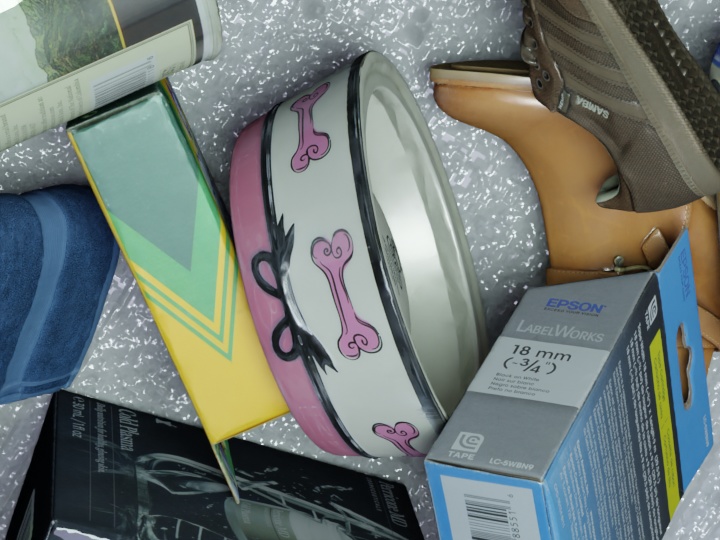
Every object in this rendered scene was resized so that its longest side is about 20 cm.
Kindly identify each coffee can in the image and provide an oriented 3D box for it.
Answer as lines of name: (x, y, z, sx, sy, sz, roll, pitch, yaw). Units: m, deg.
coffee can: (-0.182, -0.121, 1.135, 0.200, 0.146, 0.147, -26, 107, -12)

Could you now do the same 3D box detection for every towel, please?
towel: (-0.175, 0.016, 1.205, 0.048, 0.200, 0.112, 25, 103, 18)

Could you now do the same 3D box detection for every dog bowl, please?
dog bowl: (0.000, 0.000, 1.225, 0.074, 0.200, 0.200, -16, 107, 14)

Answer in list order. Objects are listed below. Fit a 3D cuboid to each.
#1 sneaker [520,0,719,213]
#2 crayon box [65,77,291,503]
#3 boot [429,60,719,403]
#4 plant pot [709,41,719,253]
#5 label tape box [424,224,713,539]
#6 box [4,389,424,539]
sneaker: (0.100, -0.111, 1.185, 0.075, 0.070, 0.200, -21, 108, 31)
crayon box: (-0.081, -0.002, 1.244, 0.052, 0.126, 0.200, -23, 107, 0)
boot: (0.111, -0.019, 1.292, 0.200, 0.077, 0.155, 13, 100, -22)
plant pot: (0.279, -0.035, 1.219, 0.180, 0.200, 0.200, -11, 105, -21)
label tape box: (0.105, 0.088, 1.228, 0.063, 0.200, 0.144, 7, 128, 25)
box: (-0.075, 0.165, 1.251, 0.196, 0.200, 0.124, 18, 103, -11)
